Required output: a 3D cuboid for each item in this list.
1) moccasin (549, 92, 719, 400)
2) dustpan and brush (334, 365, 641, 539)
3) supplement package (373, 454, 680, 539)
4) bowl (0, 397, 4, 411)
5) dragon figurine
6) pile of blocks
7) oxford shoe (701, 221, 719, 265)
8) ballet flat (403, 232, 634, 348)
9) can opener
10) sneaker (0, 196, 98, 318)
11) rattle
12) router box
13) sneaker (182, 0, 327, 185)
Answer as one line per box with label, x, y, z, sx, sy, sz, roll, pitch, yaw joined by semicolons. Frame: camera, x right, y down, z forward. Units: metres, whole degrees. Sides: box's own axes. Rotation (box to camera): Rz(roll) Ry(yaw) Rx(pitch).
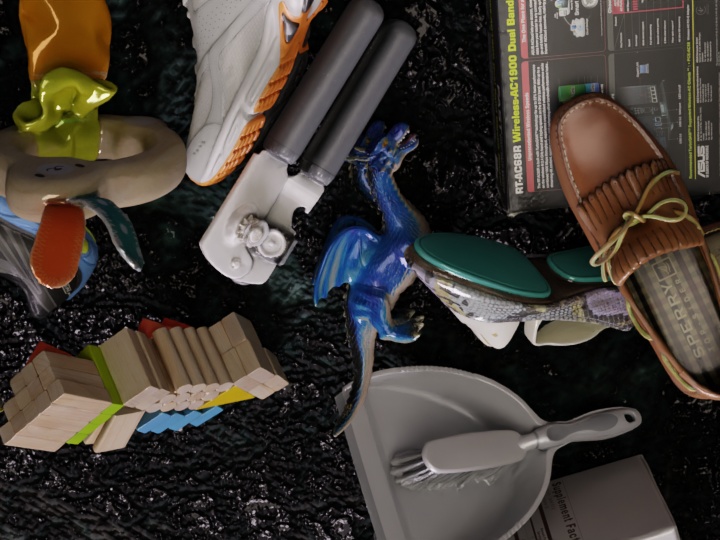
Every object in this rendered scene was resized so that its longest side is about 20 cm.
moccasin;0.173;-0.013;1.032;0.074;0.078;0.202;-21;95;5
dustpan and brush;0.097;0.119;1.149;0.200;0.057;0.140;-6;67;-30
supplement package;0.122;0.226;1.166;0.200;0.120;0.122;-16;108;3
bowl;-0.321;0.039;1.059;0.200;0.201;0.094;1;90;-3
dragon figurine;0.000;0.000;1.113;0.099;0.059;0.200;27;101;-9
pile of blocks;-0.146;0.068;1.115;0.200;0.062;0.082;-5;146;-36
oxford shoe;0.271;0.006;1.099;0.200;0.075;0.071;-10;108;-15
ballet flat;0.108;0.019;1.092;0.200;0.072;0.072;2;112;-33
can opener;-0.038;-0.081;1.087;0.053;0.066;0.200;30;97;-23
sneaker;-0.265;-0.035;1.083;0.199;0.071;0.083;32;99;-16
rattle;-0.162;-0.092;0.998;0.130;0.200;0.143;18;109;-4
router box;0.156;-0.142;1.071;0.149;0.062;0.200;-5;109;-2
sneaker;-0.078;-0.151;1.062;0.092;0.076;0.200;28;109;10
